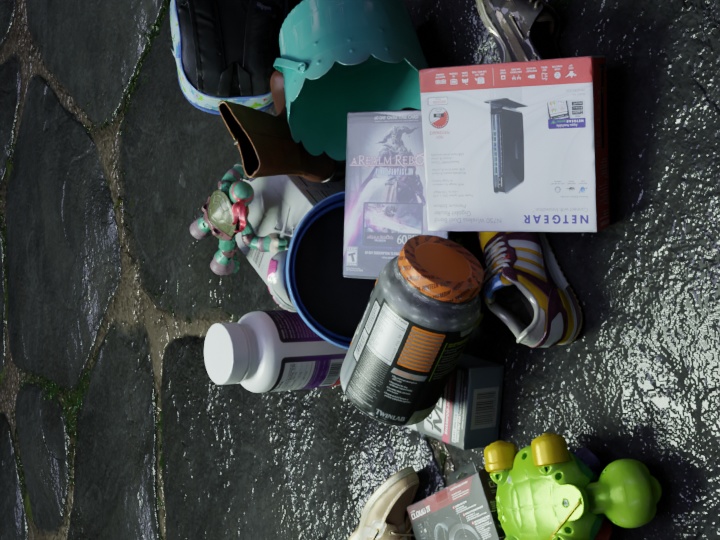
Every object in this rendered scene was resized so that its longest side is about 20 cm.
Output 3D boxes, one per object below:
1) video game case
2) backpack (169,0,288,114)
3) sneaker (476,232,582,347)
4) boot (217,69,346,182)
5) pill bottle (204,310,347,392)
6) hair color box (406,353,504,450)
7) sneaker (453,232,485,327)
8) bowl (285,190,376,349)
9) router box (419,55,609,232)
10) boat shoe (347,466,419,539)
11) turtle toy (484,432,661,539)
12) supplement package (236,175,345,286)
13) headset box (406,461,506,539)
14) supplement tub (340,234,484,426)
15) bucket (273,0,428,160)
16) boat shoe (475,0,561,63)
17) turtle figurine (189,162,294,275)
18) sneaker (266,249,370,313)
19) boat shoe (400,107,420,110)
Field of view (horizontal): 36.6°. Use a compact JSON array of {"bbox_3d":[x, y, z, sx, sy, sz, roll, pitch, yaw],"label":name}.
[{"bbox_3d":[0.046,-0.089,1.298,0.142,0.019,0.202,3,94,29],"label":"video game case"},{"bbox_3d":[-0.195,-0.336,1.644,0.147,0.181,0.202,136,131,-73],"label":"backpack"},{"bbox_3d":[0.169,-0.003,1.219,0.075,0.090,0.201,-57,49,36],"label":"sneaker"},{"bbox_3d":[-0.120,-0.196,1.421,0.068,0.199,0.190,-29,74,33],"label":"boot"},{"bbox_3d":[-0.111,0.111,1.511,0.111,0.199,0.113,0,90,53],"label":"pill bottle"},{"bbox_3d":[0.088,0.148,1.358,0.199,0.060,0.100,13,101,54],"label":"hair color box"},{"bbox_3d":[0.097,-0.024,1.334,0.082,0.073,0.202,-9,82,55],"label":"sneaker"},{"bbox_3d":[0.000,0.000,1.368,0.039,0.199,0.203,167,100,-71],"label":"bowl"},{"bbox_3d":[0.166,-0.134,1.176,0.198,0.049,0.181,1,100,30],"label":"router box"},{"bbox_3d":[0.037,0.343,1.430,0.069,0.073,0.201,45,127,29],"label":"boat shoe"},{"bbox_3d":[0.220,0.242,1.143,0.199,0.100,0.147,-22,72,51],"label":"turtle toy"},{"bbox_3d":[-0.083,-0.065,1.546,0.200,0.110,0.157,50,128,42],"label":"supplement package"},{"bbox_3d":[0.143,0.329,1.272,0.149,0.077,0.202,-40,58,46],"label":"headset box"},{"bbox_3d":[0.060,0.067,1.233,0.123,0.122,0.201,54,134,38],"label":"supplement tub"},{"bbox_3d":[-0.009,-0.250,1.374,0.207,0.206,0.136,-44,49,44],"label":"bucket"},{"bbox_3d":[0.189,-0.270,1.217,0.073,0.074,0.202,-25,79,40],"label":"boat shoe"},{"bbox_3d":[-0.170,-0.079,1.497,0.200,0.100,0.151,-44,56,51],"label":"turtle figurine"},{"bbox_3d":[-0.033,0.022,1.417,0.088,0.199,0.082,-10,66,46],"label":"sneaker"},{"bbox_3d":[0.063,-0.163,1.344,0.199,0.072,0.073,-11,119,35],"label":"boat shoe"}]
